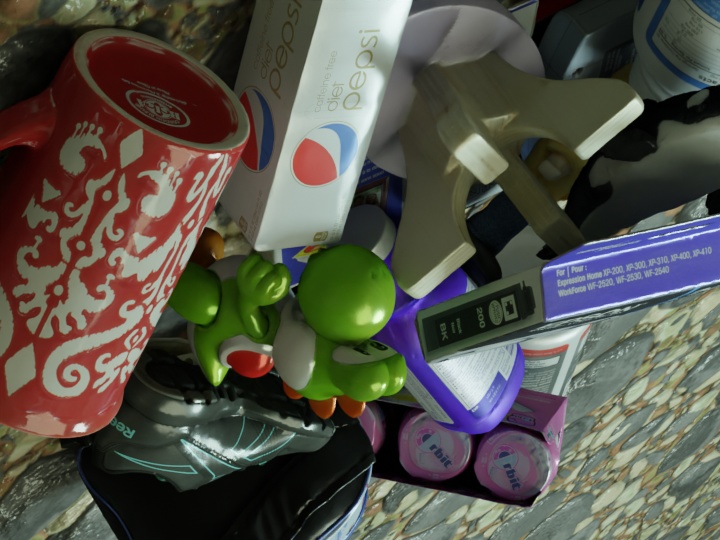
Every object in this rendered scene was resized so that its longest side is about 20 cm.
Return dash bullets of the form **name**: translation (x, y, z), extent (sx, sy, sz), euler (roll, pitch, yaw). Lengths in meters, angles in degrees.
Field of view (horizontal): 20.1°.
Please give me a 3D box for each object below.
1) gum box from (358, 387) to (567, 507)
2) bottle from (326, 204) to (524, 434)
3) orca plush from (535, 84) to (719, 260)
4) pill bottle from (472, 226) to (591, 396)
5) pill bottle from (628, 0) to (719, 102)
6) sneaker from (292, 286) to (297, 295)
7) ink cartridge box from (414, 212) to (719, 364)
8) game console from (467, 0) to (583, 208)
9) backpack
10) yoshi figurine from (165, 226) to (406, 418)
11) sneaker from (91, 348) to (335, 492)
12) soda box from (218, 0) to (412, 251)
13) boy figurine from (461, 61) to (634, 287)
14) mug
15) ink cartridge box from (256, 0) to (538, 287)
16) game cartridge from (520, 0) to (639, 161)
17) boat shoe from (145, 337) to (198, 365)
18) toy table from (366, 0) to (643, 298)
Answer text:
- **gum box**: translation (0.063, 0.125, 1.579), extent (0.113, 0.198, 0.067), euler (-32, 130, -72)
- **bottle**: translation (0.043, 0.032, 1.396), extent (0.200, 0.065, 0.084), euler (49, 59, -43)
- **orca plush**: translation (0.192, -0.073, 1.323), extent (0.104, 0.072, 0.200), euler (13, 146, -12)
- **pill bottle**: translation (0.125, 0.063, 1.693), extent (0.115, 0.116, 0.201), euler (-27, 153, -24)
- **pill bottle**: translation (0.239, -0.174, 1.300), extent (0.112, 0.113, 0.200), euler (-27, 159, -25)
- **sneaker**: translation (0.000, 0.000, 1.455), extent (0.071, 0.083, 0.199), euler (-25, -172, 48)
- **ink cartridge box**: translation (0.165, 0.006, 1.297), extent (0.197, 0.044, 0.200), euler (-12, 173, -31)
- **game console**: translation (0.136, -0.133, 1.473), extent (0.176, 0.031, 0.201), euler (-33, 155, -15)
- **backpack**: translation (-0.087, 0.155, 1.469), extent (0.190, 0.201, 0.154), euler (-33, 168, -8)
- **yoshi figurine**: translation (-0.049, 0.010, 1.268), extent (0.113, 0.199, 0.112), euler (-49, 144, -26)
- **sneaker**: translation (-0.099, 0.102, 1.348), extent (0.199, 0.075, 0.080), euler (14, 114, -48)
- **soda box**: translation (-0.028, -0.112, 1.177), extent (0.063, 0.068, 0.201), euler (-7, 131, -31)
- **boy figurine**: translation (0.145, -0.067, 1.405), extent (0.200, 0.065, 0.124), euler (-39, 168, -8)
- **mug**: translation (-0.165, -0.021, 1.122), extent (0.177, 0.134, 0.201), euler (-8, 138, -52)
- **ink cartridge box**: translation (0.019, -0.092, 1.342), extent (0.196, 0.047, 0.201), euler (-24, 146, -17)
- **game cartridge**: translation (0.176, -0.136, 1.453), extent (0.132, 0.041, 0.201), euler (-30, 154, -20)
- **boat shoe**: translation (-0.178, 0.055, 1.319), extent (0.199, 0.071, 0.070), euler (14, 103, -56)
- **toy table**: translation (0.075, -0.082, 1.253), extent (0.184, 0.118, 0.199), euler (-46, 147, 19)
